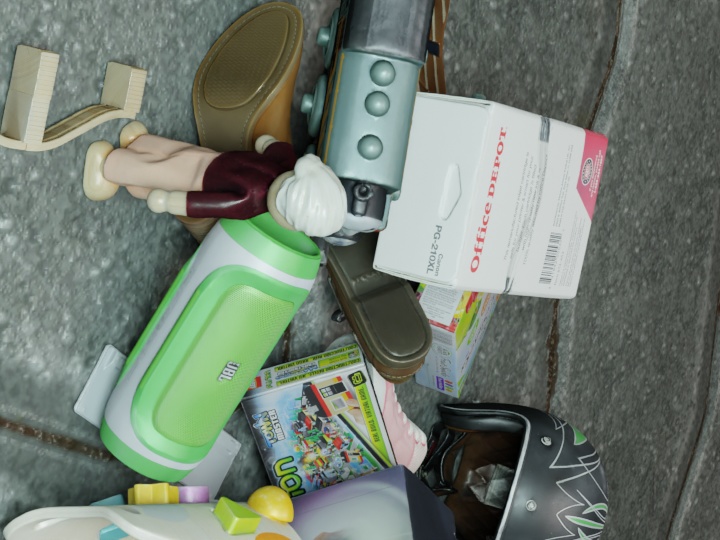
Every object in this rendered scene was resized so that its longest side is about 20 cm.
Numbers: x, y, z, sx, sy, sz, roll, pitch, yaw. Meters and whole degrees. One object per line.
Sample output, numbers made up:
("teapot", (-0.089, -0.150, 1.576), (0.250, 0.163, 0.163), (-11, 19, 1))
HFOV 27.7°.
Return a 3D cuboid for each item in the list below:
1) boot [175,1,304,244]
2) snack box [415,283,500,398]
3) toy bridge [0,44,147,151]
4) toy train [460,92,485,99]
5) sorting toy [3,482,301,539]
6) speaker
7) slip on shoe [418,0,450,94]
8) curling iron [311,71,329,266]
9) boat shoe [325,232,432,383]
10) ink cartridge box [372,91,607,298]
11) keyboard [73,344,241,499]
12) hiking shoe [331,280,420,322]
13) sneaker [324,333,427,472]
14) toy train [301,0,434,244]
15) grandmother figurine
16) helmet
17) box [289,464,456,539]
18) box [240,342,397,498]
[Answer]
("boot", (-0.068, -0.092, 1.144), (0.155, 0.077, 0.200), (43, 57, -60))
("snack box", (0.095, 0.021, 1.370), (0.200, 0.053, 0.142), (80, 33, -68))
("toy bridge", (-0.217, -0.113, 0.958), (0.200, 0.027, 0.067), (2, 103, -55))
("toy train", (0.145, -0.106, 1.384), (0.200, 0.114, 0.085), (30, 76, -70))
("sorting toy", (-0.152, 0.196, 1.046), (0.180, 0.200, 0.107), (29, 60, -55))
("speaker", (-0.110, 0.053, 1.061), (0.088, 0.088, 0.200), (12, 114, -56))
("slip on shoe", (0.038, -0.205, 1.266), (0.076, 0.061, 0.200), (9, 76, -57))
("curling iron", (-0.018, -0.097, 1.198), (0.026, 0.050, 0.200), (50, 47, -56))
("boat shoe", (0.000, 0.000, 1.215), (0.068, 0.072, 0.200), (107, -30, -64))
("ink cartridge box", (0.109, -0.057, 1.186), (0.200, 0.084, 0.145), (5, 97, -55))
("keyboard", (-0.156, 0.125, 1.155), (0.056, 0.011, 0.200), (-59, 143, -13))
("hiking shoe", (0.026, -0.048, 1.289), (0.101, 0.076, 0.200), (-6, 108, -58))
("sneaker", (0.011, 0.133, 1.336), (0.105, 0.075, 0.200), (-25, 130, -44))
("toy train", (0.003, -0.119, 1.057), (0.114, 0.085, 0.200), (168, -67, -81))
("grandmother figurine", (-0.091, -0.061, 1.004), (0.121, 0.200, 0.061), (-45, 136, -36))
("helmet", (0.156, 0.228, 1.476), (0.200, 0.190, 0.200), (-26, 123, -49))
("box", (-0.022, 0.288, 1.175), (0.123, 0.200, 0.199), (50, 25, -50))
("box", (-0.026, 0.163, 1.260), (0.035, 0.110, 0.200), (-104, 178, -58))
